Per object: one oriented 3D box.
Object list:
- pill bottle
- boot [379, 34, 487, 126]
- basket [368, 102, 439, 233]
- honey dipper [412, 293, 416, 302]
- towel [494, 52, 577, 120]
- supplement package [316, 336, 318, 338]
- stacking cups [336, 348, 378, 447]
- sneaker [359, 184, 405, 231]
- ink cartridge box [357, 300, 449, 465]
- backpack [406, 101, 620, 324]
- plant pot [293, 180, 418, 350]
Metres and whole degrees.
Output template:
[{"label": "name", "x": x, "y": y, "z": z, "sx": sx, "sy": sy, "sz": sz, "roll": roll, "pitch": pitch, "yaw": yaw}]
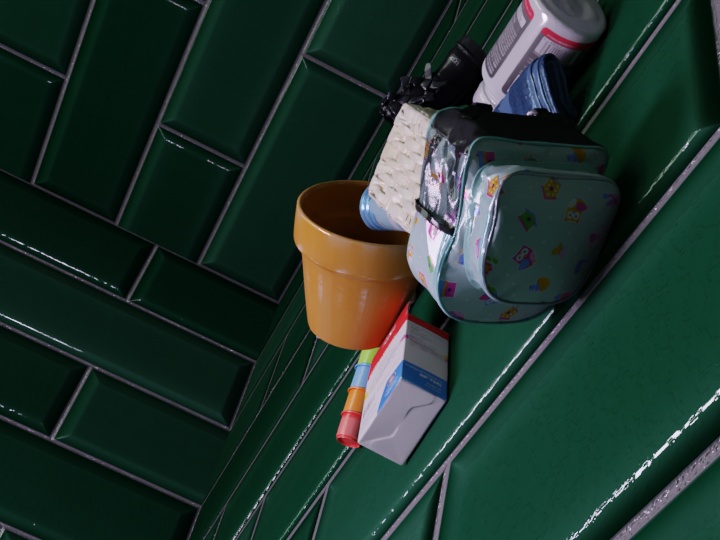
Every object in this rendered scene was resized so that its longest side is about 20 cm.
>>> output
[{"label": "pill bottle", "x": 0.231, "y": -0.282, "z": 1.528, "sx": 0.200, "sy": 0.111, "sz": 0.111, "roll": -56, "pitch": 11, "yaw": 45}, {"label": "boot", "x": 0.122, "y": -0.239, "z": 1.647, "sx": 0.162, "sy": 0.073, "sz": 0.198, "roll": -42, "pitch": -26, "yaw": 4}, {"label": "basket", "x": 0.112, "y": -0.091, "z": 1.267, "sx": 0.200, "sy": 0.123, "sz": 0.136, "roll": 45, "pitch": 119, "yaw": 53}, {"label": "honey dipper", "x": 0.058, "y": -0.019, "z": 1.760, "sx": 0.200, "sy": 0.038, "sz": 0.038, "roll": 78, "pitch": -154, "yaw": -50}, {"label": "towel", "x": 0.203, "y": -0.182, "z": 1.478, "sx": 0.200, "sy": 0.048, "sz": 0.112, "roll": 125, "pitch": 141, "yaw": -53}, {"label": "supplement package", "x": 0.009, "y": 0.015, "z": 1.893, "sx": 0.121, "sy": 0.120, "sz": 0.200, "roll": 80, "pitch": -153, "yaw": -58}, {"label": "stacking cups", "x": 0.012, "y": 0.173, "z": 1.741, "sx": 0.061, "sy": 0.060, "sz": 0.200, "roll": 132, "pitch": 159, "yaw": -64}, {"label": "sneaker", "x": 0.088, "y": -0.087, "z": 1.466, "sx": 0.131, "sy": 0.200, "sz": 0.080, "roll": 8, "pitch": 95, "yaw": 54}, {"label": "ink cartridge box", "x": 0.058, "y": 0.138, "z": 1.466, "sx": 0.116, "sy": 0.067, "sz": 0.200, "roll": -59, "pitch": 9, "yaw": 27}, {"label": "backpack", "x": 0.141, "y": -0.041, "z": 1.102, "sx": 0.153, "sy": 0.176, "sz": 0.200, "roll": 54, "pitch": 136, "yaw": 47}, {"label": "plant pot", "x": 0.000, "y": 0.000, "z": 1.569, "sx": 0.200, "sy": 0.200, "sz": 0.183, "roll": -78, "pitch": -1, "yaw": -62}]
